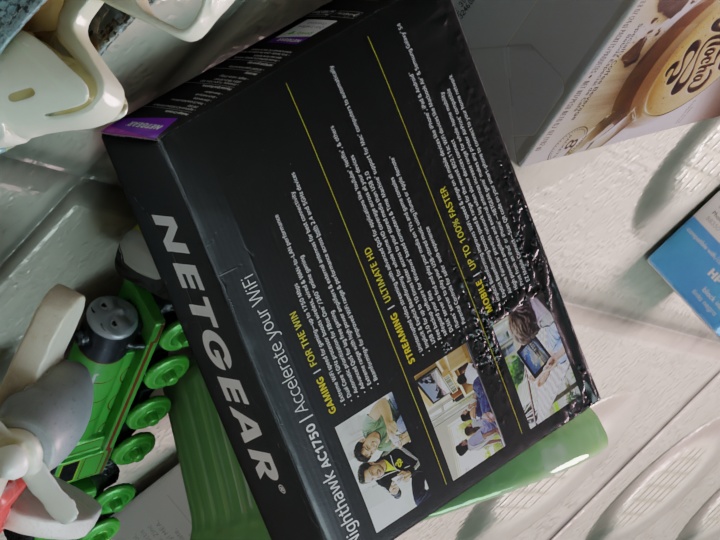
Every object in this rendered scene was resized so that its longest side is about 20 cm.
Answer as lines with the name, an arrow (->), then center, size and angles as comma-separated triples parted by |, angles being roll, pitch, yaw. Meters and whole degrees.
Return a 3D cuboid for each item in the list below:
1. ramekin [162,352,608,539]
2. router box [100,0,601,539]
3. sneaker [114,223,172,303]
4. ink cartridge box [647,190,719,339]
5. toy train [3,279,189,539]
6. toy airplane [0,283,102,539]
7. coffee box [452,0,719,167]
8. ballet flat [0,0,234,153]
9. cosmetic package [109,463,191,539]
ramekin -> 0.005, 0.063, 1.306 | 0.200, 0.098, 0.200 | -17, 180, 0
router box -> 0.000, 0.000, 1.150 | 0.149, 0.200, 0.051 | -31, -159, -28
sneaker -> -0.030, -0.030, 1.216 | 0.200, 0.075, 0.076 | -17, 127, -52
ink cartridge box -> 0.280, -0.041, 1.750 | 0.200, 0.067, 0.116 | -43, 160, 4
toy train -> -0.120, 0.068, 1.276 | 0.056, 0.042, 0.200 | -16, 149, -31
toy airplane -> -0.165, 0.118, 1.138 | 0.199, 0.141, 0.200 | -45, 156, -19
coffee box -> 0.131, -0.125, 1.277 | 0.200, 0.080, 0.113 | -16, 147, -50
ballet flat -> -0.089, -0.090, 0.959 | 0.200, 0.074, 0.074 | -46, 160, 12
cosmetic package -> -0.106, 0.216, 1.484 | 0.200, 0.123, 0.199 | -38, 160, -14
